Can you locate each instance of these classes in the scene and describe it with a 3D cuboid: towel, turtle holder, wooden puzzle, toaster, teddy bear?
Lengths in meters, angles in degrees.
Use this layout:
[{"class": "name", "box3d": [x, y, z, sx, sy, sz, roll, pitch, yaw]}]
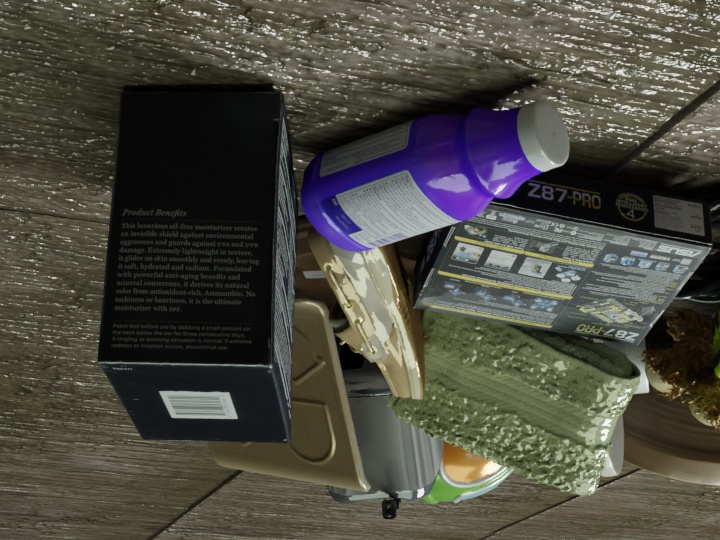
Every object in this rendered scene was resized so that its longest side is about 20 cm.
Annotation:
[{"class": "towel", "box3d": [0.128, 0.104, 1.347, 0.199, 0.036, 0.149, 22, 119, 12]}, {"class": "turtle holder", "box3d": [0.110, 0.179, 1.665, 0.131, 0.142, 0.186, -6, 158, 15]}, {"class": "wooden puzzle", "box3d": [-0.078, 0.099, 1.416, 0.184, 0.201, 0.046, 4, -151, 39]}, {"class": "toaster", "box3d": [0.017, 0.133, 1.487, 0.113, 0.130, 0.200, -4, -161, 8]}, {"class": "teddy bear", "box3d": [0.340, 0.084, 1.429, 0.199, 0.145, 0.067, -2, 122, -30]}]

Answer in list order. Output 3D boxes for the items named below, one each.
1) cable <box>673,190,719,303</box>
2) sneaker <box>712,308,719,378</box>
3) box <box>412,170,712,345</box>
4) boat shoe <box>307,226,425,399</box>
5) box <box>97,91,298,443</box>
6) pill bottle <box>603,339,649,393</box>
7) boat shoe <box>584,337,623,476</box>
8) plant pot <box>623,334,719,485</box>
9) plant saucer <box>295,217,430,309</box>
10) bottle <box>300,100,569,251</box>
[{"class": "cable", "box3d": [0.315, -0.020, 1.285, 0.198, 0.051, 0.163, 5, 158, -13]}, {"class": "sneaker", "box3d": [0.346, 0.040, 1.292, 0.083, 0.075, 0.200, -1, 164, -3]}, {"class": "box", "box3d": [0.155, -0.011, 1.243, 0.198, 0.049, 0.162, 9, 145, -8]}, {"class": "boat shoe", "box3d": [0.006, 0.029, 1.283, 0.069, 0.074, 0.201, -10, 129, 10]}, {"class": "box", "box3d": [-0.110, 0.003, 1.130, 0.122, 0.200, 0.200, 2, 159, 1]}, {"class": "pill bottle", "box3d": [0.168, 0.084, 1.475, 0.198, 0.105, 0.104, -5, 159, 10]}, {"class": "boat shoe", "box3d": [0.168, 0.090, 1.393, 0.092, 0.202, 0.075, -12, -171, 25]}, {"class": "plant pot", "box3d": [0.322, 0.124, 1.538, 0.199, 0.093, 0.201, 7, -160, -2]}, {"class": "plant saucer", "box3d": [0.000, 0.000, 1.362, 0.198, 0.030, 0.200, 1, 159, 0]}, {"class": "bottle", "box3d": [0.053, -0.071, 1.123, 0.199, 0.066, 0.083, -17, 141, 36]}]
